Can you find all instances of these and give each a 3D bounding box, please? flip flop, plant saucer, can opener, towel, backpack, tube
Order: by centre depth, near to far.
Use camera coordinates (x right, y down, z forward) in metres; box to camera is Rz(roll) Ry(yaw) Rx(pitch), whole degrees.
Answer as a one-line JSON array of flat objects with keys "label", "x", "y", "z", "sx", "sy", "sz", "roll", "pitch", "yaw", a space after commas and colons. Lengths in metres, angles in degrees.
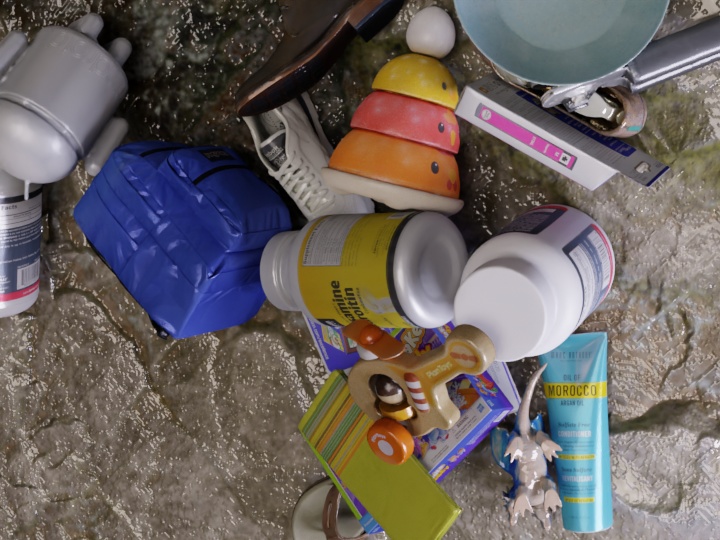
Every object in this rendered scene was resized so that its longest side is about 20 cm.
[{"label": "plant saucer", "x": 0.182, "y": -0.265, "z": 1.570, "sx": 0.200, "sy": 0.039, "sz": 0.202, "roll": 0, "pitch": 87, "yaw": 4}, {"label": "can opener", "x": 0.252, "y": -0.201, "z": 1.586, "sx": 0.199, "sy": 0.053, "sz": 0.067, "roll": -22, "pitch": 79, "yaw": -1}, {"label": "towel", "x": 0.017, "y": 0.196, "z": 1.727, "sx": 0.200, "sy": 0.018, "sz": 0.086, "roll": 48, "pitch": 121, "yaw": 26}, {"label": "tube", "x": 0.222, "y": 0.161, "z": 1.744, "sx": 0.077, "sy": 0.050, "sz": 0.201, "roll": -4, "pitch": 98, "yaw": 22}, {"label": "backpack", "x": -0.181, "y": -0.053, "z": 1.796, "sx": 0.200, "sy": 0.162, "sz": 0.168, "roll": 43, "pitch": 111, "yaw": 21}, {"label": "flip flop", "x": -0.006, "y": 0.254, "z": 1.838, "sx": 0.081, "sy": 0.058, "sz": 0.200, "roll": 40, "pitch": 127, "yaw": -19}]

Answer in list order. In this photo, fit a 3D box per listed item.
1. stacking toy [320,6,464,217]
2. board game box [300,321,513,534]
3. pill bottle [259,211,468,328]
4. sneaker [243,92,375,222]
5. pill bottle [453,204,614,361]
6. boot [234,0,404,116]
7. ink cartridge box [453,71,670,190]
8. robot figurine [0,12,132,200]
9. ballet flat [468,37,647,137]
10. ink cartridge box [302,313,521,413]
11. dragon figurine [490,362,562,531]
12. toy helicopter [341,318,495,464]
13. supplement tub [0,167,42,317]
[{"label": "stacking toy", "x": 0.050, "y": -0.161, "z": 1.695, "sx": 0.145, "sy": 0.146, "sz": 0.201, "roll": 15, "pitch": 95, "yaw": 19}, {"label": "board game box", "x": 0.044, "y": 0.151, "z": 1.744, "sx": 0.200, "sy": 0.045, "sz": 0.135, "roll": -48, "pitch": 63, "yaw": 26}, {"label": "pill bottle", "x": 0.000, "y": 0.000, "z": 1.697, "sx": 0.199, "sy": 0.112, "sz": 0.113, "roll": -1, "pitch": 105, "yaw": 40}, {"label": "sneaker", "x": -0.058, "y": -0.099, "z": 1.771, "sx": 0.076, "sy": 0.080, "sz": 0.201, "roll": -34, "pitch": 91, "yaw": 26}, {"label": "pill bottle", "x": 0.161, "y": 0.015, "z": 1.639, "sx": 0.119, "sy": 0.200, "sz": 0.120, "roll": 6, "pitch": 106, "yaw": 22}, {"label": "boot", "x": -0.062, "y": -0.242, "z": 1.719, "sx": 0.200, "sy": 0.075, "sz": 0.097, "roll": -37, "pitch": 76, "yaw": -3}, {"label": "ink cartridge box", "x": 0.193, "y": -0.125, "z": 1.646, "sx": 0.199, "sy": 0.095, "sz": 0.037, "roll": 29, "pitch": 114, "yaw": 14}, {"label": "robot figurine", "x": -0.320, "y": -0.174, "z": 1.800, "sx": 0.169, "sy": 0.201, "sz": 0.113, "roll": 38, "pitch": 157, "yaw": -18}, {"label": "ballet flat", "x": 0.183, "y": -0.190, "z": 1.648, "sx": 0.199, "sy": 0.067, "sz": 0.068, "roll": 30, "pitch": 115, "yaw": 14}, {"label": "ink cartridge box", "x": 0.053, "y": 0.077, "z": 1.790, "sx": 0.199, "sy": 0.043, "sz": 0.199, "roll": -19, "pitch": 97, "yaw": 28}, {"label": "dragon figurine", "x": 0.165, "y": 0.182, "z": 1.736, "sx": 0.058, "sy": 0.099, "sz": 0.201, "roll": -11, "pitch": 106, "yaw": -5}, {"label": "toy helicopter", "x": 0.053, "y": 0.089, "z": 1.604, "sx": 0.132, "sy": 0.079, "sz": 0.200, "roll": 51, "pitch": 142, "yaw": -4}, {"label": "supplement tub", "x": -0.422, "y": -0.059, "z": 1.903, "sx": 0.140, "sy": 0.140, "sz": 0.201, "roll": 12, "pitch": 109, "yaw": 20}]
